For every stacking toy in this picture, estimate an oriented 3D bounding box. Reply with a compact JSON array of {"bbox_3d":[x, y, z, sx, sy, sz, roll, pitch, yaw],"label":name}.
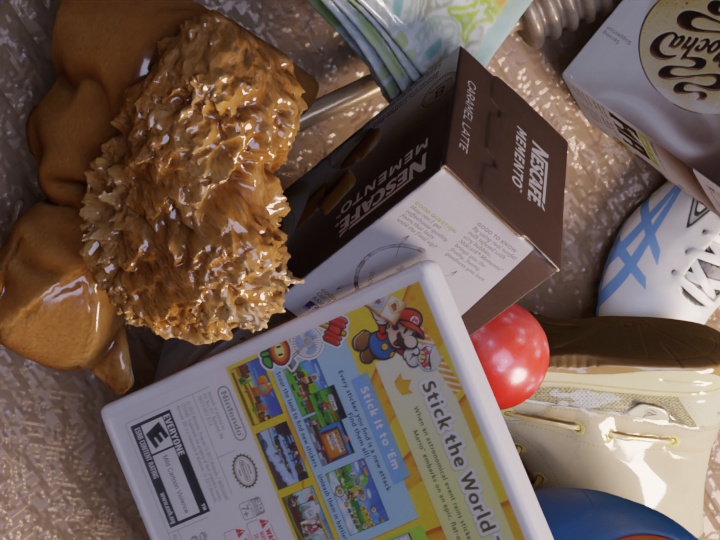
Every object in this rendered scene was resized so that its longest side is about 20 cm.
[{"bbox_3d":[0.013,0.082,1.293,0.085,0.085,0.200,39,115,-21],"label":"stacking toy"}]

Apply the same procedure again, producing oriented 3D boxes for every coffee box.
[{"bbox_3d":[0.217,-0.074,1.308,0.113,0.200,0.080,-50,155,-2],"label":"coffee box"},{"bbox_3d":[0.000,0.000,1.250,0.080,0.114,0.200,41,120,-21],"label":"coffee box"}]

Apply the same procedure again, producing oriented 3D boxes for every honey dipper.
[{"bbox_3d":[0.034,-0.105,1.328,0.200,0.038,0.038,-27,108,-9],"label":"honey dipper"}]

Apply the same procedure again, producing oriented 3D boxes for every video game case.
[{"bbox_3d":[-0.007,0.121,1.189,0.182,0.023,0.200,-25,84,22],"label":"video game case"}]

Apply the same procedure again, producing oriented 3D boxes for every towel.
[{"bbox_3d":[0.037,-0.197,1.263,0.171,0.048,0.200,48,67,-37],"label":"towel"}]

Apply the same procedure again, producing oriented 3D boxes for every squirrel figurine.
[{"bbox_3d":[-0.108,-0.035,1.210,0.141,0.200,0.187,31,91,-28],"label":"squirrel figurine"}]

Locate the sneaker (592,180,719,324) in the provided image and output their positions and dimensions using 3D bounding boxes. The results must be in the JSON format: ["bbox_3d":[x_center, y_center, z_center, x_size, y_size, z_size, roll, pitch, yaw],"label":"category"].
[{"bbox_3d":[0.196,-0.026,1.377,0.072,0.072,0.200,38,89,-23],"label":"sneaker"}]

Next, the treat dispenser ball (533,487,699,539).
[{"bbox_3d":[0.099,0.207,1.271,0.201,0.201,0.201,-4,102,-17],"label":"treat dispenser ball"}]

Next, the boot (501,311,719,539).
[{"bbox_3d":[0.090,0.100,1.367,0.200,0.073,0.156,2,117,-1],"label":"boot"}]
